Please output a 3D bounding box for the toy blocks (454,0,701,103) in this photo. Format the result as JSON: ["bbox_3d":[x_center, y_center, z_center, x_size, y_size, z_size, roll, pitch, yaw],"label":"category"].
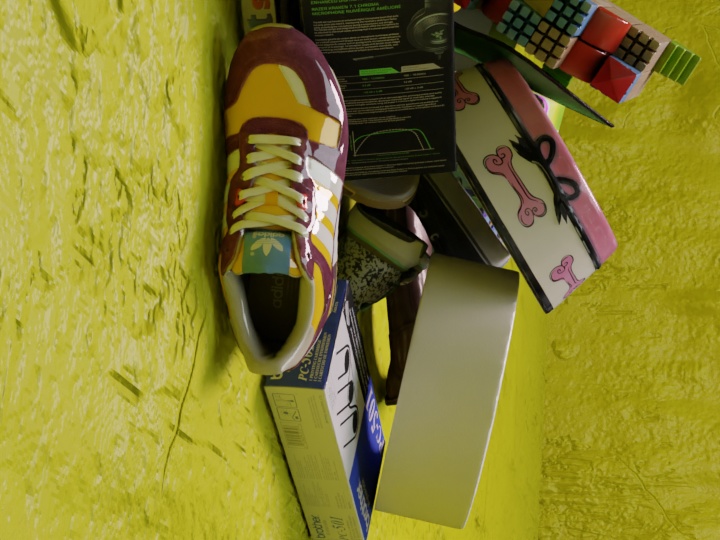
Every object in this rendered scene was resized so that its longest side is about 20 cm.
[{"bbox_3d":[0.145,-0.185,1.144,0.100,0.200,0.137,-58,170,18],"label":"toy blocks"}]

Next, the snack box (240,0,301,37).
[{"bbox_3d":[-0.053,-0.141,0.969,0.072,0.024,0.200,-72,160,-63],"label":"snack box"}]

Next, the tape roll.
[{"bbox_3d":[0.065,0.091,1.176,0.202,0.071,0.203,12,90,-88],"label":"tape roll"}]

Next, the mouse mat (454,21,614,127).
[{"bbox_3d":[0.095,-0.174,1.235,0.161,0.200,0.008,26,97,-51],"label":"mouse mat"}]

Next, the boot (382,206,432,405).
[{"bbox_3d":[0.041,0.017,1.383,0.186,0.064,0.200,143,-64,-79],"label":"boot"}]

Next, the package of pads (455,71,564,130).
[{"bbox_3d":[0.089,-0.137,1.359,0.200,0.154,0.068,-19,124,-76],"label":"package of pads"}]

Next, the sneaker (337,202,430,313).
[{"bbox_3d":[0.000,0.000,1.205,0.089,0.077,0.200,-53,173,-2],"label":"sneaker"}]

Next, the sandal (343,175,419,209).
[{"bbox_3d":[0.005,-0.137,1.114,0.054,0.080,0.200,110,-18,-63],"label":"sandal"}]

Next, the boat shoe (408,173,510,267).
[{"bbox_3d":[0.043,-0.071,1.244,0.200,0.057,0.069,53,6,-12],"label":"boat shoe"}]

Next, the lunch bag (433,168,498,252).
[{"bbox_3d":[0.117,-0.069,1.599,0.200,0.094,0.151,81,30,-49],"label":"lunch bag"}]

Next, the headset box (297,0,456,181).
[{"bbox_3d":[0.007,-0.186,0.988,0.200,0.093,0.174,84,2,-54],"label":"headset box"}]

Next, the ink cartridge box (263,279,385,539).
[{"bbox_3d":[-0.022,0.103,1.101,0.200,0.044,0.094,78,19,-49],"label":"ink cartridge box"}]

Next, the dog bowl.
[{"bbox_3d":[0.119,-0.071,1.163,0.200,0.074,0.200,59,5,-9],"label":"dog bowl"}]

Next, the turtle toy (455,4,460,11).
[{"bbox_3d":[0.077,-0.313,1.324,0.200,0.101,0.146,49,-45,44],"label":"turtle toy"}]

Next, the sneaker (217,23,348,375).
[{"bbox_3d":[-0.045,-0.038,0.896,0.090,0.075,0.200,-72,160,-70],"label":"sneaker"}]

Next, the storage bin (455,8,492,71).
[{"bbox_3d":[0.105,-0.278,1.487,0.134,0.145,0.200,120,-14,-46],"label":"storage bin"}]
